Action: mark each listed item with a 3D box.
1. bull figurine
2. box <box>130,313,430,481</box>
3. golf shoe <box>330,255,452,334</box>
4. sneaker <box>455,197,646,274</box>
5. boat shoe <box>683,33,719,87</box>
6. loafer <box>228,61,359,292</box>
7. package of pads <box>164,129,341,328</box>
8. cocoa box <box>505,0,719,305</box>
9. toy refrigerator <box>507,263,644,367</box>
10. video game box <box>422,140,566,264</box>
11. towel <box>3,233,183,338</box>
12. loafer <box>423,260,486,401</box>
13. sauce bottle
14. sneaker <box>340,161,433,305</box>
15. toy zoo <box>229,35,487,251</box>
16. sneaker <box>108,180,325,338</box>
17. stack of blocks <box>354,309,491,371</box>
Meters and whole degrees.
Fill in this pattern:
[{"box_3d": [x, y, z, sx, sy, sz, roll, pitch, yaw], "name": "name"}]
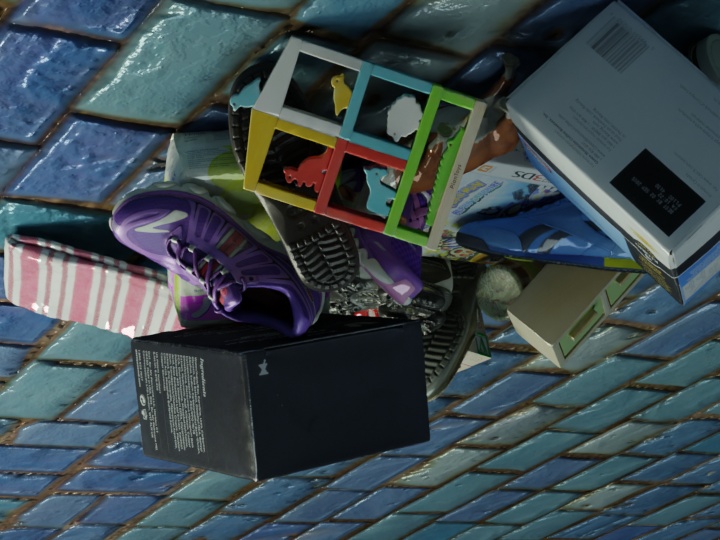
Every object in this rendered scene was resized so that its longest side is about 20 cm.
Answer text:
[{"box_3d": [0.068, -0.109, 1.438, 0.200, 0.065, 0.122, -31, 163, -27], "name": "bull figurine"}, {"box_3d": [-0.074, 0.109, 1.519, 0.196, 0.118, 0.200, -9, -174, -36], "name": "box"}, {"box_3d": [0.000, 0.000, 1.725, 0.199, 0.095, 0.078, 17, 142, 4], "name": "golf shoe"}, {"box_3d": [0.194, -0.043, 1.621, 0.199, 0.079, 0.066, 5, -179, 5], "name": "sneaker"}, {"box_3d": [0.350, -0.154, 1.510, 0.201, 0.072, 0.060, 21, 145, -41], "name": "boat shoe"}, {"box_3d": [-0.060, -0.079, 1.408, 0.073, 0.201, 0.071, -18, -166, 2], "name": "loafer"}, {"box_3d": [-0.102, -0.040, 1.518, 0.154, 0.068, 0.201, -5, 133, -13], "name": "package of pads"}, {"box_3d": [0.241, -0.096, 1.387, 0.133, 0.200, 0.131, -43, 154, -2], "name": "cocoa box"}, {"box_3d": [0.243, -0.001, 1.685, 0.200, 0.070, 0.076, -47, 156, -7], "name": "toy refrigerator"}, {"box_3d": [0.126, -0.071, 1.643, 0.182, 0.047, 0.200, 8, 151, -34], "name": "video game box"}, {"box_3d": [-0.258, 0.025, 1.648, 0.199, 0.030, 0.146, 15, 154, -4], "name": "towel"}, {"box_3d": [0.095, 0.065, 1.749, 0.075, 0.200, 0.070, 5, 140, 30], "name": "loafer"}, {"box_3d": [0.199, 0.010, 1.788, 0.065, 0.065, 0.200, -27, 173, 35], "name": "sauce bottle"}, {"box_3d": [0.034, -0.050, 1.508, 0.088, 0.200, 0.081, -33, 122, 13], "name": "sneaker"}, {"box_3d": [-0.011, -0.108, 1.356, 0.199, 0.132, 0.020, 17, -169, -6], "name": "toy zoo"}, {"box_3d": [-0.121, -0.007, 1.422, 0.199, 0.084, 0.081, 25, 125, -7], "name": "sneaker"}, {"box_3d": [0.063, 0.063, 1.840, 0.058, 0.116, 0.200, -24, 154, 31], "name": "stack of blocks"}]
